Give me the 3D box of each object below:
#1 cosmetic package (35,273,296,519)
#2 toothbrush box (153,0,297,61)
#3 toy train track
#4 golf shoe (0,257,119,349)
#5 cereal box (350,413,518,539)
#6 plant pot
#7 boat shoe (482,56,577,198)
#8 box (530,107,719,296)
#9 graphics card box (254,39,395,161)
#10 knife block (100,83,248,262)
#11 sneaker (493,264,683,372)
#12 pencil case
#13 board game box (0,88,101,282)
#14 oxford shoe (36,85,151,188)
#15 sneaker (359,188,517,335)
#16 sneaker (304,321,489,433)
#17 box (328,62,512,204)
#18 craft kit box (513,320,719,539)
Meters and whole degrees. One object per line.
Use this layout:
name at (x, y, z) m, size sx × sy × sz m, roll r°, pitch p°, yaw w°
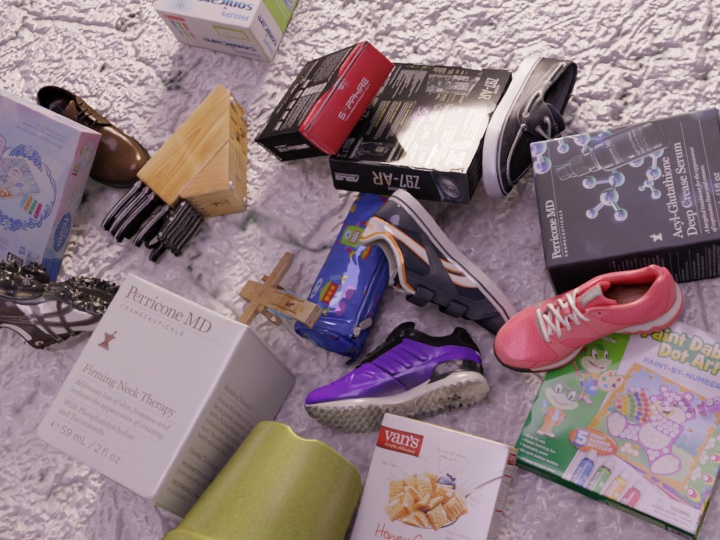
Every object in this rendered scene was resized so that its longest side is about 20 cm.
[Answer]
cosmetic package at (-0.205, 0.145, 1.305) m, size 0.167 × 0.166 × 0.201 m, roll 22°, pitch 75°, yaw 24°
toothbrush box at (-0.152, -0.386, 1.555) m, size 0.145 × 0.086 × 0.201 m, roll 16°, pitch 75°, yaw 23°
toy train track at (-0.084, 0.040, 1.337) m, size 0.115 × 0.032 × 0.200 m, roll -55°, pitch 25°, yaw -9°
golf shoe at (-0.355, 0.054, 1.451) m, size 0.199 × 0.078 × 0.095 m, roll 16°, pitch 113°, yaw 5°
cereal box at (0.066, 0.258, 1.223) m, size 0.143 × 0.039 × 0.201 m, roll 11°, pitch 82°, yaw 26°
plant pot at (-0.093, 0.263, 1.222) m, size 0.199 × 0.201 × 0.185 m, roll 20°, pitch 63°, yaw 23°
boat shoe at (0.193, -0.161, 1.345) m, size 0.067 × 0.072 × 0.201 m, roll 5°, pitch 51°, yaw 31°
box at (0.290, -0.066, 1.271) m, size 0.199 × 0.107 × 0.149 m, roll -10°, pitch 66°, yaw 14°
graphics card box at (-0.046, -0.191, 1.392) m, size 0.126 × 0.051 × 0.200 m, roll -57°, pitch 20°, yaw -11°
knife block at (-0.228, -0.115, 1.477) m, size 0.174 × 0.064 × 0.201 m, roll -8°, pitch 66°, yaw 13°
sneaker at (0.223, 0.038, 1.214) m, size 0.199 × 0.087 × 0.074 m, roll -21°, pitch 62°, yaw 8°
pencil case at (0.000, 0.000, 1.349) m, size 0.087 × 0.078 × 0.201 m, roll 10°, pitch 70°, yaw 46°
board game box at (-0.437, -0.112, 1.512) m, size 0.199 × 0.043 × 0.200 m, roll 25°, pitch 103°, yaw 24°
oxford shoe at (-0.344, -0.169, 1.526) m, size 0.200 × 0.084 × 0.073 m, roll 34°, pitch 79°, yaw 25°
sneaker at (0.082, 0.012, 1.293) m, size 0.079 × 0.078 × 0.200 m, roll -44°, pitch 89°, yaw -11°
sneaker at (0.035, 0.109, 1.305) m, size 0.199 × 0.070 × 0.100 m, roll -12°, pitch 58°, yaw 8°
box at (0.073, -0.161, 1.367) m, size 0.159 × 0.044 × 0.200 m, roll 7°, pitch 44°, yaw 19°
craft kit box at (0.281, 0.142, 1.224) m, size 0.199 × 0.049 × 0.198 m, roll 20°, pitch 72°, yaw 23°
